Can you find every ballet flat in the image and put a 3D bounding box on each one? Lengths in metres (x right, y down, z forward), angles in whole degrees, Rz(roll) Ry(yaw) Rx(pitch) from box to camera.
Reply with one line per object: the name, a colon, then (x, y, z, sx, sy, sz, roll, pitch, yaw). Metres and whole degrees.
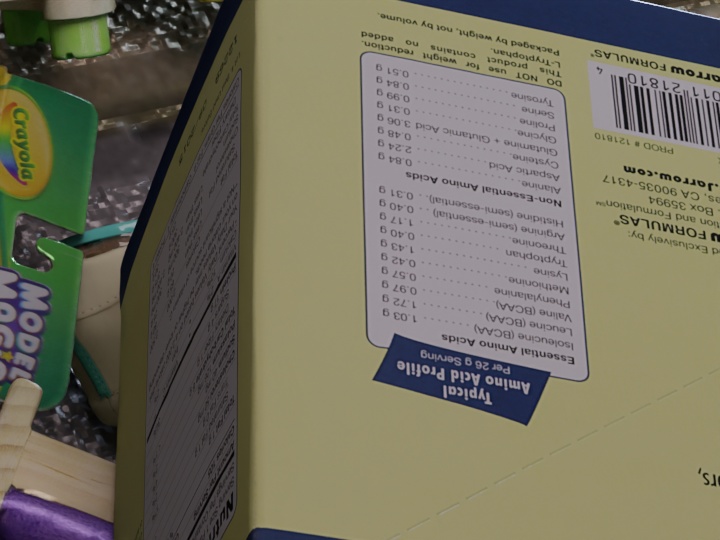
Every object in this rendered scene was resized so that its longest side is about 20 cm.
ballet flat: (0.000, 0.000, 0.891, 0.200, 0.069, 0.070, -17, 63, -27)

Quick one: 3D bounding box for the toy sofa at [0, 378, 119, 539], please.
toy sofa: (-0.024, 0.118, 0.778, 0.200, 0.083, 0.098, 22, 50, -4)

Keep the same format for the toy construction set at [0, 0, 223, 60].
toy construction set: (-0.039, -0.103, 0.903, 0.200, 0.092, 0.131, 7, 9, -3)

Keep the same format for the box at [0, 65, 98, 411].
box: (-0.176, -0.010, 0.825, 0.200, 0.048, 0.117, 7, 53, -4)

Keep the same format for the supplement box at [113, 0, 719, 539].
supplement box: (0.050, 0.050, 0.715, 0.200, 0.134, 0.200, 11, 49, -13)
